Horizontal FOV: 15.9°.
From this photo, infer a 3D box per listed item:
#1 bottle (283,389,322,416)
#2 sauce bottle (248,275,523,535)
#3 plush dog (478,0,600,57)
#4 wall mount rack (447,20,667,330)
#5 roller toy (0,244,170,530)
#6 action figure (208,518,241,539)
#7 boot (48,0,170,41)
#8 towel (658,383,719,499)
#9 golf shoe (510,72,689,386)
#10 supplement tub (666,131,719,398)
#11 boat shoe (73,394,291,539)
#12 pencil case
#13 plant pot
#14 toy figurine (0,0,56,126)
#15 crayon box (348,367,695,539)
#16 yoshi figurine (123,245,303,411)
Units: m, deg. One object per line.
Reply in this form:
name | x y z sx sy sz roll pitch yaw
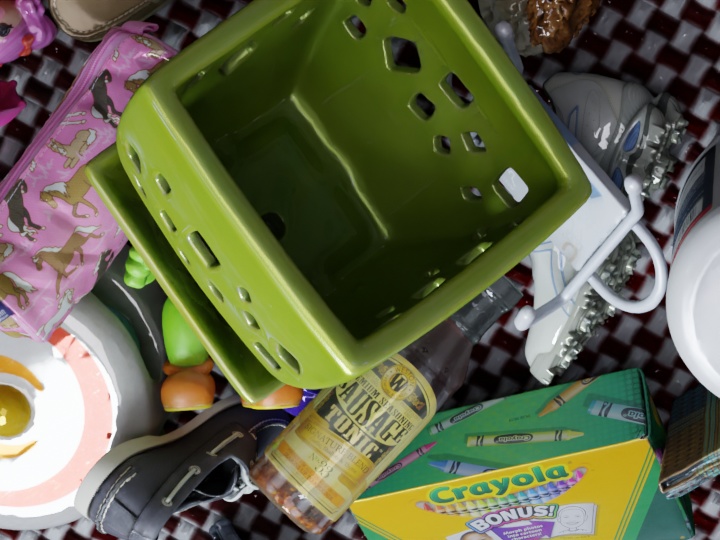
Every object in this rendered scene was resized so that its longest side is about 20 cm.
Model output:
bottle | 0.000 0.000 1.636 0.083 0.065 0.200 10 112 -2
sauce bottle | 0.018 0.073 1.598 0.066 0.066 0.200 41 90 -7
plush dog | 0.107 -0.223 1.476 0.160 0.172 0.200 -24 104 17
wall mount rack | 0.106 -0.060 1.515 0.200 0.075 0.174 50 141 13
roller toy | -0.215 0.067 1.656 0.200 0.140 0.183 13 112 5
action figure | -0.093 0.277 1.702 0.200 0.105 0.194 55 134 31
boot | -0.126 -0.193 1.535 0.200 0.155 0.072 -36 100 21
towel | 0.274 0.065 1.572 0.200 0.147 0.022 -31 100 19
golf shoe | 0.128 -0.030 1.611 0.097 0.078 0.200 24 107 17
supplement tub | 0.253 -0.011 1.518 0.140 0.200 0.140 3 111 8
boat shoe | -0.097 0.132 1.630 0.063 0.200 0.073 37 117 22
pencil case | -0.168 -0.053 1.545 0.083 0.087 0.200 34 80 13
plant pot | -0.026 -0.048 1.460 0.199 0.200 0.181 55 151 -2
toy figurine | -0.259 -0.172 1.590 0.200 0.150 0.184 -27 116 13
crayon box | 0.101 0.138 1.650 0.200 0.058 0.119 -14 138 14
yoshi figurine | -0.080 -0.013 1.596 0.112 0.112 0.200 -1 90 38
